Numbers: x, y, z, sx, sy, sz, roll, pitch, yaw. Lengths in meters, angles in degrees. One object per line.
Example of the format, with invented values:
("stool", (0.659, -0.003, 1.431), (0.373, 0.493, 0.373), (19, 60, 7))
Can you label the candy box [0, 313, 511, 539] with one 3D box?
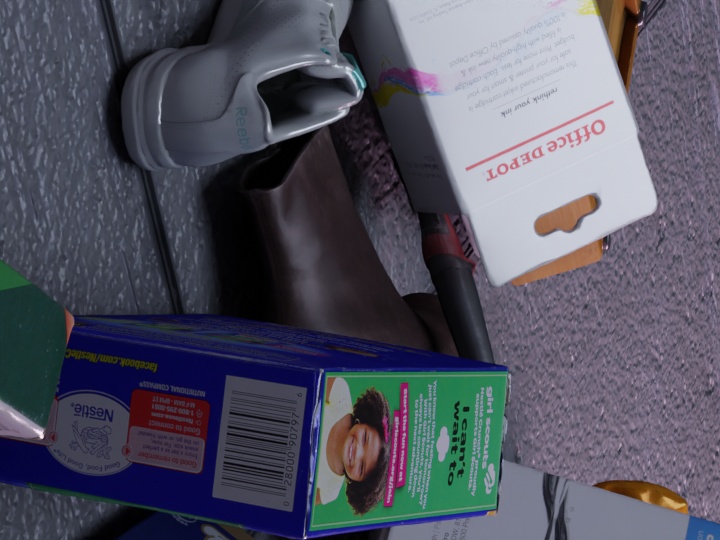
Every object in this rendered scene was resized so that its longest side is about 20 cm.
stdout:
("candy box", (-0.048, 0.065, 1.185), (0.200, 0.168, 0.077), (0, 97, -63))

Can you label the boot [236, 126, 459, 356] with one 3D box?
("boot", (0.000, 0.000, 1.383), (0.200, 0.072, 0.167), (-46, 129, -62))

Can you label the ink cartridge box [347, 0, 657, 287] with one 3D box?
("ink cartridge box", (0.068, -0.104, 1.398), (0.117, 0.067, 0.201), (-24, 103, -20))

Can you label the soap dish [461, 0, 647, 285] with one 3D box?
("soap dish", (0.111, -0.107, 1.541), (0.157, 0.081, 0.201), (64, 34, -68))

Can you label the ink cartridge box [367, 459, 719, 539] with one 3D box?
("ink cartridge box", (0.100, 0.172, 1.421), (0.145, 0.199, 0.085), (110, -4, -65))

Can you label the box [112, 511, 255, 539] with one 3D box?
("box", (-0.085, 0.175, 1.189), (0.200, 0.121, 0.032), (-33, 156, -57))

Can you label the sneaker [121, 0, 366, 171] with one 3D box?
("sneaker", (-0.032, -0.099, 1.282), (0.200, 0.088, 0.076), (-50, 136, -52))

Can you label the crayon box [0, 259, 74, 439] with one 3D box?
("crayon box", (-0.201, -0.002, 0.915), (0.200, 0.126, 0.051), (44, 55, -58))

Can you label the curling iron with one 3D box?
("curling iron", (0.050, -0.001, 1.422), (0.050, 0.025, 0.201), (56, 12, -48))

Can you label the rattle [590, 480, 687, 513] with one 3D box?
("rattle", (0.088, 0.202, 1.523), (0.200, 0.142, 0.131), (-56, 160, -54))
